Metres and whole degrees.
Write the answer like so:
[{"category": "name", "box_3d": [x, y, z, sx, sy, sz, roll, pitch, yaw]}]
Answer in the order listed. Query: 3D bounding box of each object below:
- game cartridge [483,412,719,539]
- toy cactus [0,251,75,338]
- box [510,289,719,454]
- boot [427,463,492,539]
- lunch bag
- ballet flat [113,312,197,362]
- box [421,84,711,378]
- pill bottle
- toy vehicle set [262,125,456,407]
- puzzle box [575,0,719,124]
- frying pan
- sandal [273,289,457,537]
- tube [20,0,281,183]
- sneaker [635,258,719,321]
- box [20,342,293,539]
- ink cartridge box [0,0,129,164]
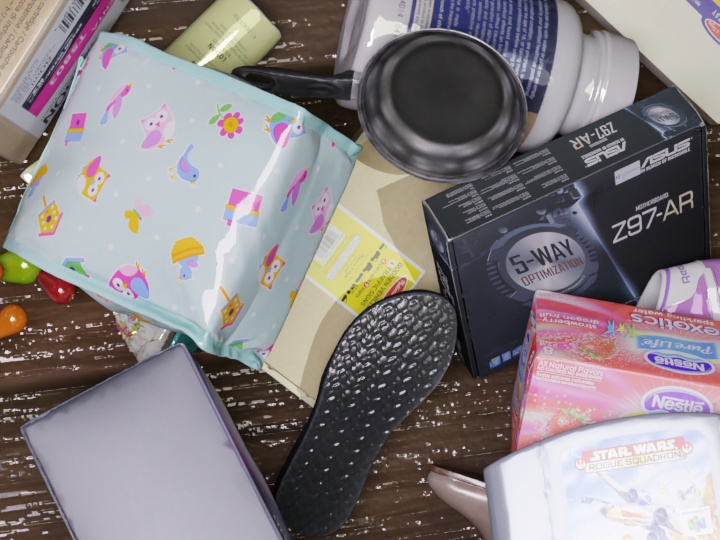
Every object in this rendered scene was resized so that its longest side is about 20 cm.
[{"category": "game cartridge", "box_3d": [0.182, 0.160, 1.161, 0.198, 0.042, 0.135, -10, 84, 9]}, {"category": "toy cactus", "box_3d": [-0.308, 0.032, 1.231, 0.200, 0.102, 0.165, -43, 81, -2]}, {"category": "box", "box_3d": [0.206, 0.092, 1.237, 0.198, 0.103, 0.095, 10, 117, 1]}, {"category": "boot", "box_3d": [0.120, 0.237, 1.325, 0.198, 0.070, 0.147, 19, 93, -11]}, {"category": "lunch bag", "box_3d": [-0.125, -0.052, 1.179, 0.199, 0.122, 0.172, 24, 89, 26]}, {"category": "ballet flat", "box_3d": [-0.105, -0.021, 1.267, 0.064, 0.076, 0.201, 33, 82, 22]}, {"category": "box", "box_3d": [0.149, -0.024, 1.274, 0.199, 0.044, 0.161, -24, 140, -8]}, {"category": "pill bottle", "box_3d": [0.088, -0.145, 1.265, 0.198, 0.111, 0.112, 13, 92, -11]}, {"category": "toy vehicle set", "box_3d": [0.000, 0.000, 1.304, 0.124, 0.027, 0.201, 38, 87, -11]}, {"category": "puzzle box", "box_3d": [0.230, -0.221, 1.329, 0.200, 0.025, 0.133, 41, 86, -11]}, {"category": "frying pan", "box_3d": [0.020, -0.105, 1.204, 0.188, 0.031, 0.116, -8, 122, 20]}, {"category": "sandal", "box_3d": [-0.003, 0.093, 1.278, 0.075, 0.048, 0.201, 29, 104, -12]}, {"category": "tube", "box_3d": [-0.140, -0.109, 1.261, 0.200, 0.052, 0.058, -45, 57, 0]}, {"category": "sneaker", "box_3d": [0.241, 0.089, 1.327, 0.113, 0.073, 0.203, -4, 104, -9]}, {"category": "box", "box_3d": [-0.115, 0.169, 1.186, 0.122, 0.198, 0.201, -27, 84, -5]}, {"category": "ink cartridge box", "box_3d": [-0.211, -0.176, 1.177, 0.075, 0.165, 0.201, 32, 89, 2]}]
